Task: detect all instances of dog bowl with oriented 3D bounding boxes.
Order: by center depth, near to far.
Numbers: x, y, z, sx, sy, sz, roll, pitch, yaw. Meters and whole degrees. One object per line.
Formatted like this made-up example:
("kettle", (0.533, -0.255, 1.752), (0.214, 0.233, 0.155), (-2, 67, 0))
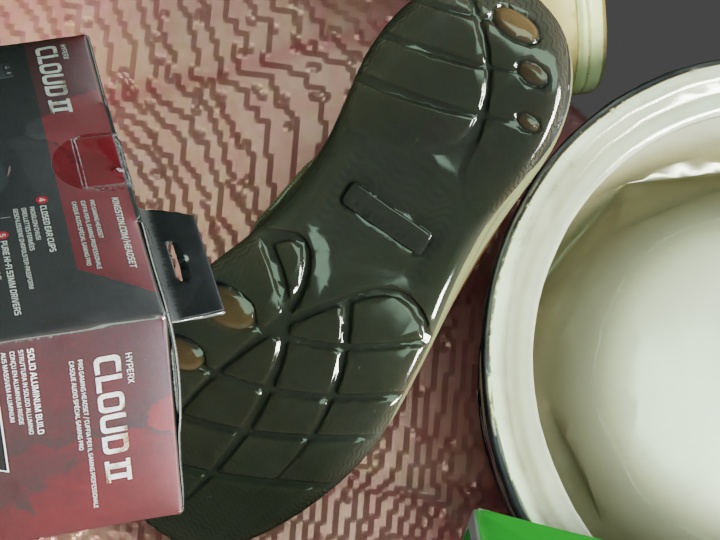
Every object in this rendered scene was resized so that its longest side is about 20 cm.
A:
("dog bowl", (0.127, 0.037, 0.724), (0.199, 0.074, 0.201), (2, 78, -10))

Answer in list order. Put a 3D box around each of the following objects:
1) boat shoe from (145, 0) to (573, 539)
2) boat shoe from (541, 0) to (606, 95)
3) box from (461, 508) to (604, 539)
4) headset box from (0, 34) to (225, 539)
("boat shoe", (0.000, 0.000, 0.702), (0.076, 0.074, 0.200), (39, 100, 3))
("boat shoe", (0.019, -0.139, 0.720), (0.066, 0.074, 0.201), (-28, 108, -15))
("box", (0.103, 0.186, 0.637), (0.199, 0.097, 0.177), (14, 110, -7))
("headset box", (-0.140, 0.009, 0.642), (0.199, 0.075, 0.149), (-9, 38, -11))
